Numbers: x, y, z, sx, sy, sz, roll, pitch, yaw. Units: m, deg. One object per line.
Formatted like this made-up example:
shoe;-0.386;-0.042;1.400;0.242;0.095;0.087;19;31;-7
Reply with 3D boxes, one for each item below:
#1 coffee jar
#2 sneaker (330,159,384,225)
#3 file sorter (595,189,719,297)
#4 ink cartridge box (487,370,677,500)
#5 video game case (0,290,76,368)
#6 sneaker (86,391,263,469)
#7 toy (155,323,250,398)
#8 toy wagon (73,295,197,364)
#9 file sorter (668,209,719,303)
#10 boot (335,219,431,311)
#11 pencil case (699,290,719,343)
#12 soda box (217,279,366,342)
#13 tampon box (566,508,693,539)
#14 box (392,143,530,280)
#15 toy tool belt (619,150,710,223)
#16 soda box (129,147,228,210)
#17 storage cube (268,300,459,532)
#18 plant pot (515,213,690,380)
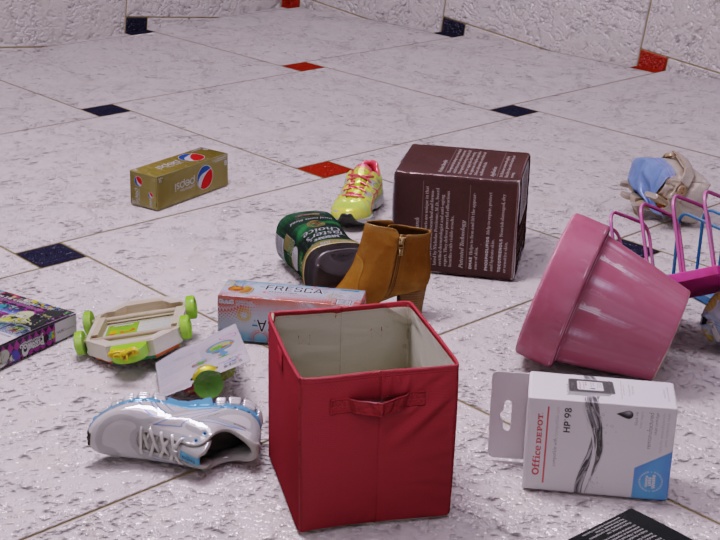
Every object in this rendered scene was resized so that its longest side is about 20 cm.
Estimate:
coffee jar;-0.055;-0.023;1.988;0.104;0.086;0.200;-6;23;-19
sneaker;-0.006;-0.139;2.287;0.078;0.091;0.200;7;23;9
file sorter;0.422;-0.028;1.825;0.199;0.126;0.139;-14;-15;35
ink cartridge box;0.240;0.180;1.437;0.199;0.116;0.067;4;22;7
video game case;-0.518;0.076;1.767;0.199;0.036;0.181;13;24;28
sneaker;-0.204;0.186;1.459;0.199;0.075;0.087;-3;27;-10
toy;-0.193;0.125;1.626;0.115;0.047;0.200;-23;10;-6
toy wagon;-0.299;0.084;1.733;0.154;0.040;0.200;-9;21;2
file sorter;0.593;-0.028;1.993;0.199;0.123;0.139;-8;23;-25
boot;0.001;0.000;1.849;0.200;0.145;0.071;-3;20;-10
pencil case;0.544;0.090;1.732;0.090;0.084;0.200;10;14;-36
soda box;-0.093;0.060;1.791;0.199;0.069;0.064;5;21;8
tampon box;0.248;0.311;1.045;0.126;0.151;0.200;-15;26;-38
box;0.161;-0.096;2.082;0.199;0.165;0.166;6;22;12
toy tool belt;0.520;-0.155;2.323;0.122;0.126;0.200;3;19;-19
soda box;-0.328;-0.168;2.379;0.067;0.064;0.200;15;25;30
storage cube;-0.004;0.153;1.402;0.170;0.181;0.200;-4;22;-14
plant pot;0.321;0.049;1.704;0.178;0.201;0.200;23;25;10
